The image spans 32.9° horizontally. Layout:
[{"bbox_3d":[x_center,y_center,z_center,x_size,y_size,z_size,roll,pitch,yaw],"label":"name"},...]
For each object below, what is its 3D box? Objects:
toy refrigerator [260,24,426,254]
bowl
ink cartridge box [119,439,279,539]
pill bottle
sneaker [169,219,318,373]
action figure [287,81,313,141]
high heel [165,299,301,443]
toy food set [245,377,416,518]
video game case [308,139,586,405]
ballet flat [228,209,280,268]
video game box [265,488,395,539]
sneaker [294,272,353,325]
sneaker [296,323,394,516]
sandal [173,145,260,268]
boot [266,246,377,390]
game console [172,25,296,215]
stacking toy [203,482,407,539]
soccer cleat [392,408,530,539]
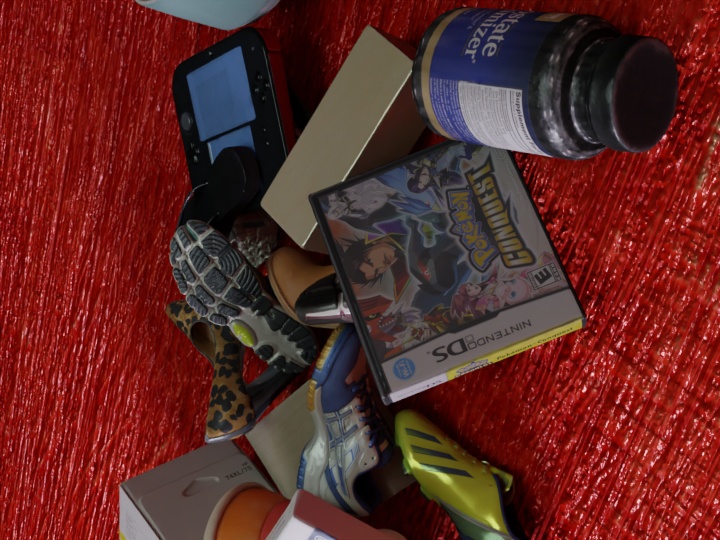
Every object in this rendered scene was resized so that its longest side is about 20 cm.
[{"bbox_3d":[-0.003,-0.118,1.140,0.076,0.070,0.201,44,110,34],"label":"toy refrigerator"},{"bbox_3d":[-0.126,-0.322,1.214,0.200,0.105,0.202,-36,38,33],"label":"bowl"},{"bbox_3d":[-0.177,0.323,1.375,0.146,0.146,0.201,44,140,35],"label":"ink cartridge box"},{"bbox_3d":[0.144,-0.148,0.966,0.199,0.111,0.113,16,109,46],"label":"pill bottle"},{"bbox_3d":[-0.122,0.026,1.275,0.077,0.080,0.200,-39,106,13],"label":"sneaker"},{"bbox_3d":[-0.053,-0.112,1.247,0.200,0.054,0.119,44,131,33],"label":"action figure"},{"bbox_3d":[-0.176,0.105,1.334,0.199,0.143,0.072,24,141,30],"label":"high heel"},{"bbox_3d":[-0.029,0.192,1.286,0.144,0.060,0.200,57,137,9],"label":"toy food set"},{"bbox_3d":[0.070,-0.010,1.032,0.026,0.179,0.201,66,-177,-66],"label":"video game case"},{"bbox_3d":[-0.161,-0.008,1.382,0.200,0.071,0.072,-47,63,44],"label":"ballet flat"},{"bbox_3d":[-0.016,0.314,1.098,0.199,0.047,0.183,29,118,-7],"label":"video game box"},{"bbox_3d":[0.046,0.051,1.094,0.198,0.076,0.116,-12,113,13],"label":"sneaker"},{"bbox_3d":[-0.003,0.143,1.166,0.088,0.075,0.201,18,121,21],"label":"sneaker"},{"bbox_3d":[-0.166,-0.058,1.289,0.076,0.043,0.201,57,139,25],"label":"sandal"},{"bbox_3d":[0.000,0.000,1.196,0.200,0.073,0.155,42,127,23],"label":"boot"},{"bbox_3d":[-0.133,-0.148,1.273,0.199,0.031,0.179,-11,86,54],"label":"game console"},{"bbox_3d":[-0.038,0.276,1.161,0.199,0.146,0.147,-6,94,28],"label":"stacking toy"},{"bbox_3d":[0.103,0.200,1.134,0.084,0.065,0.201,-45,59,17],"label":"soccer cleat"}]
